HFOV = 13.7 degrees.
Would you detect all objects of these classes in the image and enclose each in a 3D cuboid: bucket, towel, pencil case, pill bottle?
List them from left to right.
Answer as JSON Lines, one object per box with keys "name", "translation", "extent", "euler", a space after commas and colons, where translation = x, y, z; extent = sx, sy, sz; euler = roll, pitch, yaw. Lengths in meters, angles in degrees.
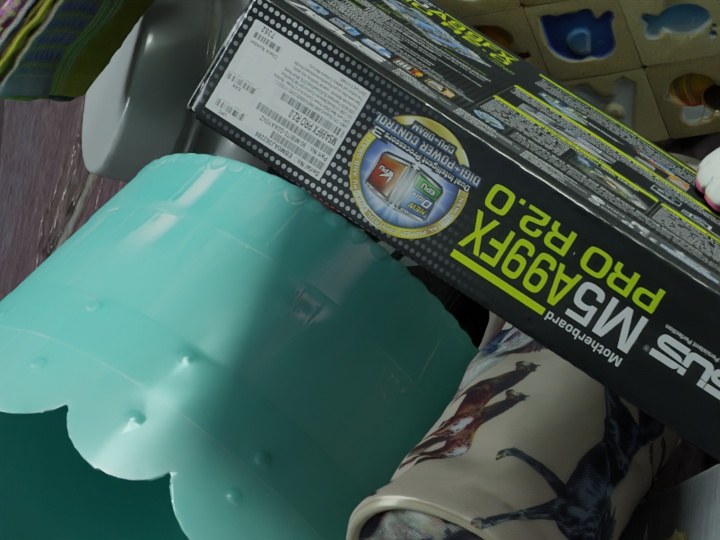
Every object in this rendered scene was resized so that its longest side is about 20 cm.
{"name": "towel", "translation": [-0.068, -0.138, 1.147], "extent": [0.200, 0.023, 0.144], "euler": [-45, -6, 7]}
{"name": "bucket", "translation": [-0.053, 0.066, 1.103], "extent": [0.135, 0.207, 0.207], "euler": [-50, 4, -25]}
{"name": "pill bottle", "translation": [-0.011, -0.067, 1.289], "extent": [0.113, 0.199, 0.113], "euler": [-167, 90, -73]}
{"name": "pencil case", "translation": [0.066, 0.047, 1.026], "extent": [0.089, 0.078, 0.200], "euler": [-5, 37, 41]}

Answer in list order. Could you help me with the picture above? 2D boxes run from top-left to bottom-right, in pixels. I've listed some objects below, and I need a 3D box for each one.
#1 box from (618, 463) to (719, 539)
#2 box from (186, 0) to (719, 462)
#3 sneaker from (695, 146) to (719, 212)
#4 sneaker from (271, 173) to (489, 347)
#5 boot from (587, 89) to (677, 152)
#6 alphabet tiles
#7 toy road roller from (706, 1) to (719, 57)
{"name": "box", "translation": [0.125, 0.142, 0.948], "extent": [0.200, 0.048, 0.159], "euler": [141, 138, -65]}
{"name": "box", "translation": [0.058, -0.022, 0.934], "extent": [0.044, 0.200, 0.160], "euler": [-58, -6, 14]}
{"name": "sneaker", "translation": [0.163, -0.030, 0.888], "extent": [0.200, 0.081, 0.088], "euler": [-123, 51, -62]}
{"name": "sneaker", "translation": [0.000, 0.000, 1.203], "extent": [0.071, 0.200, 0.098], "euler": [-28, -81, -76]}
{"name": "boot", "translation": [0.031, -0.111, 1.131], "extent": [0.186, 0.199, 0.064], "euler": [-64, -4, -83]}
{"name": "alphabet tiles", "translation": [0.090, -0.121, 0.976], "extent": [0.006, 0.166, 0.200], "euler": [-74, -32, -46]}
{"name": "toy road roller", "translation": [0.120, -0.177, 1.021], "extent": [0.123, 0.146, 0.200], "euler": [-102, 29, -55]}
